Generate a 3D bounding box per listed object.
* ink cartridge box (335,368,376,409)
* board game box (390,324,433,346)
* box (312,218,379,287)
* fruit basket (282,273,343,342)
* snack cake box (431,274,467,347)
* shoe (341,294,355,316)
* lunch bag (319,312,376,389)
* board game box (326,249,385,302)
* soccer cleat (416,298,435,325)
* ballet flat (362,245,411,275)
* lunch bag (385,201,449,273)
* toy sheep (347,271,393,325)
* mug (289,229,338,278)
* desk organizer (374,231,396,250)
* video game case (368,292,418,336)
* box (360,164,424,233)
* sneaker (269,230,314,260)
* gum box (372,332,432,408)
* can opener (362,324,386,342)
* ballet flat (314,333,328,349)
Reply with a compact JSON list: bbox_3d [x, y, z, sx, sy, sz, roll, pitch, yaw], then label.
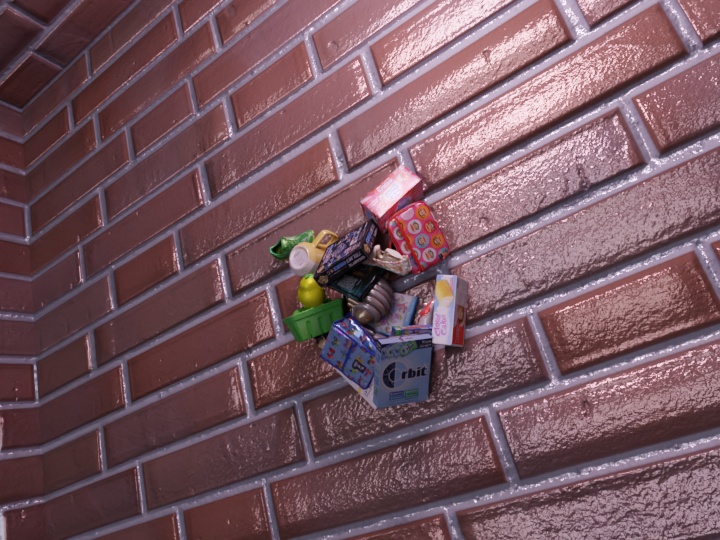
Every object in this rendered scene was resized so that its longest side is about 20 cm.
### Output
[{"bbox_3d":[0.036,0.325,1.683,0.199,0.085,0.149,39,99,31],"label":"ink cartridge box"},{"bbox_3d":[0.149,0.266,1.571,0.034,0.132,0.206,-142,54,-64],"label":"board game box"},{"bbox_3d":[-0.043,-0.058,1.636,0.196,0.201,0.050,-32,110,27],"label":"box"},{"bbox_3d":[-0.162,0.117,1.748,0.155,0.210,0.222,155,118,-69],"label":"fruit basket"},{"bbox_3d":[0.270,0.123,1.568,0.066,0.114,0.206,2,81,28],"label":"snack cake box"},{"bbox_3d":[-0.043,0.156,1.777,0.068,0.053,0.206,-6,78,28],"label":"shoe"},{"bbox_3d":[-0.012,0.261,1.607,0.199,0.093,0.153,39,128,21],"label":"lunch bag"},{"bbox_3d":[0.000,0.000,1.653,0.133,0.029,0.201,21,56,29],"label":"board game box"},{"bbox_3d":[0.205,0.187,1.626,0.084,0.068,0.204,29,99,22],"label":"soccer cleat"},{"bbox_3d":[0.071,-0.043,1.612,0.196,0.076,0.065,16,127,24],"label":"ballet flat"},{"bbox_3d":[0.168,-0.098,1.638,0.174,0.082,0.203,-29,94,3],"label":"lunch bag"},{"bbox_3d":[0.039,0.086,1.669,0.136,0.138,0.203,19,69,30],"label":"toy sheep"},{"bbox_3d":[-0.171,-0.048,1.832,0.146,0.152,0.192,4,82,30],"label":"mug"},{"bbox_3d":[0.041,-0.047,1.758,0.201,0.071,0.077,-50,64,13],"label":"desk organizer"},{"bbox_3d":[0.081,0.138,1.709,0.196,0.018,0.146,10,70,31],"label":"video game case"},{"bbox_3d":[0.105,-0.234,1.701,0.199,0.096,0.099,-42,62,-12],"label":"box"},{"bbox_3d":[-0.253,-0.091,1.927,0.197,0.083,0.076,-25,69,23],"label":"sneaker"},{"bbox_3d":[0.123,0.291,1.522,0.044,0.166,0.206,-144,54,-64],"label":"gum box"},{"bbox_3d":[0.058,0.214,1.647,0.197,0.067,0.053,26,137,18],"label":"can opener"},{"bbox_3d":[-0.161,0.186,1.837,0.066,0.056,0.204,-32,67,22],"label":"ballet flat"}]
